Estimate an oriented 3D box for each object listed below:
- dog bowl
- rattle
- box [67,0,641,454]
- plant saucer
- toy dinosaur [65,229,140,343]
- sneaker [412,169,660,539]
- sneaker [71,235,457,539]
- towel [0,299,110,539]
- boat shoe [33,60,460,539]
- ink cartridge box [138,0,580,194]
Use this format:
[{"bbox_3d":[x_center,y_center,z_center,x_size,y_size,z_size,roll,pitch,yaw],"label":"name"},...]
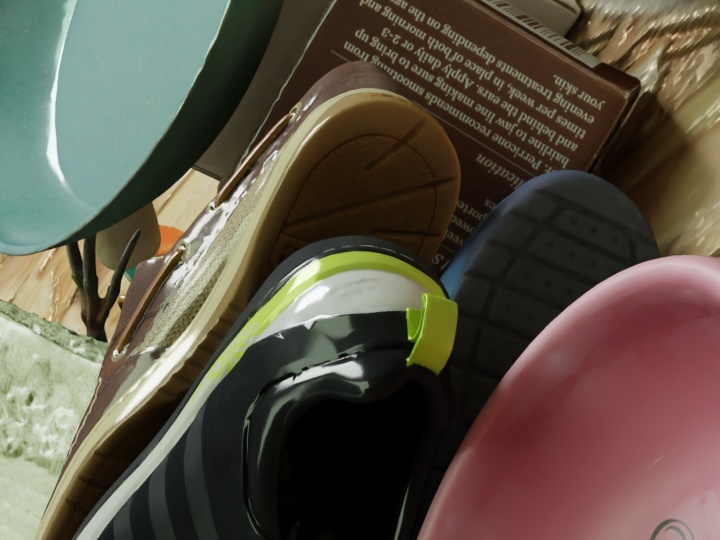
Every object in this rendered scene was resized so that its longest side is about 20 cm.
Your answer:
[{"bbox_3d":[0.078,0.084,0.650,0.200,0.074,0.201,-48,28,36],"label":"dog bowl"},{"bbox_3d":[-0.145,-0.026,1.060,0.143,0.130,0.200,-37,-17,-14],"label":"rattle"},{"bbox_3d":[0.000,0.000,0.856,0.200,0.100,0.075,-59,-5,10],"label":"box"},{"bbox_3d":[-0.076,-0.095,0.901,0.200,0.036,0.201,-34,46,44],"label":"plant saucer"},{"bbox_3d":[-0.058,0.067,1.014,0.181,0.105,0.201,8,107,57],"label":"toy dinosaur"},{"bbox_3d":[0.025,0.061,0.793,0.201,0.074,0.082,-66,20,-6],"label":"sneaker"},{"bbox_3d":[-0.032,0.081,0.728,0.200,0.072,0.083,-63,24,23],"label":"sneaker"},{"bbox_3d":[-0.157,0.076,0.965,0.200,0.036,0.149,22,83,30],"label":"towel"},{"bbox_3d":[-0.041,0.024,0.800,0.200,0.072,0.072,-60,25,16],"label":"boat shoe"},{"bbox_3d":[-0.014,-0.110,0.988,0.129,0.125,0.200,-54,26,25],"label":"ink cartridge box"}]
